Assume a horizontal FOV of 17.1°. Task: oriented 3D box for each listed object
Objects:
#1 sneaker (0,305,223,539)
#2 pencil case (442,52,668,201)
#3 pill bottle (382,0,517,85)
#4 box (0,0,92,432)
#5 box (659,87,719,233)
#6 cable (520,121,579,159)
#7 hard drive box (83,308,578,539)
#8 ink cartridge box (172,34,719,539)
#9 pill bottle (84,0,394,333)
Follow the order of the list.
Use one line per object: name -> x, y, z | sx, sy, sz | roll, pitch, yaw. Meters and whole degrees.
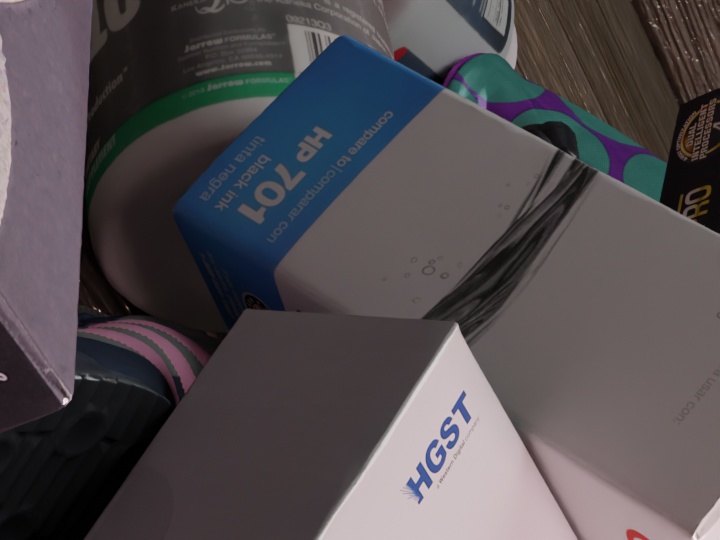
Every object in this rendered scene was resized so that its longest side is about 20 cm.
sneaker -> -0.079, 0.042, 0.673 | 0.082, 0.070, 0.200 | 43, 7, 25
pencil case -> 0.112, -0.011, 1.056 | 0.200, 0.085, 0.092 | 34, 38, 17
pill bottle -> 0.005, -0.123, 1.102 | 0.200, 0.119, 0.120 | 29, 42, -70
box -> -0.130, -0.065, 0.482 | 0.201, 0.114, 0.132 | -96, 160, -49
box -> 0.190, 0.044, 0.949 | 0.200, 0.049, 0.162 | 39, 48, -30
cable -> 0.074, 0.047, 0.908 | 0.163, 0.050, 0.201 | -118, -153, -75
hard drive box -> 0.001, 0.135, 0.632 | 0.156, 0.077, 0.200 | -56, 131, -32
ink cartridge box -> 0.056, 0.038, 0.708 | 0.200, 0.086, 0.147 | 32, -22, 35
pill bottle -> -0.048, -0.088, 0.849 | 0.113, 0.113, 0.201 | 53, 20, -48
